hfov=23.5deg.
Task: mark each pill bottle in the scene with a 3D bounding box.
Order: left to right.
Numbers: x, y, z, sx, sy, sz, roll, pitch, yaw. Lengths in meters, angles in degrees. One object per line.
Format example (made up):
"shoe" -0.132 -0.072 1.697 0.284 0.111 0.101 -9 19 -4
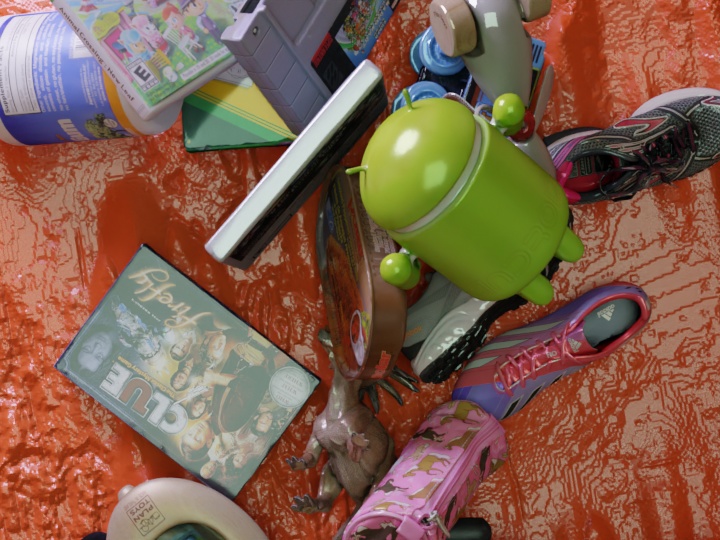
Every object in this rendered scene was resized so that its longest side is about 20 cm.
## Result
"pill bottle" -0.259 -0.164 1.469 0.198 0.112 0.114 -3 91 22

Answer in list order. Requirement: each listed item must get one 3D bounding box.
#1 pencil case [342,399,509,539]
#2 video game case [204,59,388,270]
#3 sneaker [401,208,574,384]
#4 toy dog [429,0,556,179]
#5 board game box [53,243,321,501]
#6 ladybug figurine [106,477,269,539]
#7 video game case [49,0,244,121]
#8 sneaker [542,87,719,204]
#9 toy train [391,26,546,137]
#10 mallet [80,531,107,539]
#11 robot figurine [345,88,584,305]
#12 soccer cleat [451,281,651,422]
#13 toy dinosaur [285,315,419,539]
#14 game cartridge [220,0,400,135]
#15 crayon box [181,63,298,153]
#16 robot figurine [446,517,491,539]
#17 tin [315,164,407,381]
"pencil case" 0.058 0.185 1.444 0.086 0.200 0.084 9 117 20
"video game case" -0.050 -0.084 1.456 0.023 0.182 0.200 41 90 3
"sneaker" 0.107 0.006 1.516 0.200 0.074 0.079 -41 67 -6
"toy dog" 0.109 -0.164 1.438 0.130 0.096 0.202 -1 112 -17
"board game box" -0.152 0.091 1.530 0.199 0.035 0.136 37 90 -1
"ladybug figurine" -0.141 0.264 1.512 0.135 0.072 0.201 -38 93 -2
"video game case" -0.163 -0.239 1.414 0.183 0.022 0.200 51 50 -1
"sneaker" 0.247 -0.098 1.506 0.198 0.075 0.081 -20 107 -4
"toy train" 0.084 -0.129 1.508 0.113 0.087 0.202 18 90 -7
"mallet" -0.264 0.328 1.516 0.041 0.066 0.202 22 91 3
"robot figurine" 0.083 -0.055 1.354 0.199 0.116 0.176 35 92 -27
"soccer cleat" 0.166 0.072 1.514 0.199 0.076 0.067 -30 91 -1
"toy dinosaur" 0.002 0.152 1.512 0.085 0.136 0.202 7 122 24
"game cartridge" -0.029 -0.228 1.461 0.130 0.038 0.201 48 61 -38
"crayon box" -0.101 -0.207 1.515 0.117 0.058 0.203 -4 91 0
"robot figurine" 0.073 0.304 1.490 0.197 0.126 0.151 -5 133 -1
"tin" 0.000 0.000 1.465 0.041 0.113 0.202 0 53 -14
